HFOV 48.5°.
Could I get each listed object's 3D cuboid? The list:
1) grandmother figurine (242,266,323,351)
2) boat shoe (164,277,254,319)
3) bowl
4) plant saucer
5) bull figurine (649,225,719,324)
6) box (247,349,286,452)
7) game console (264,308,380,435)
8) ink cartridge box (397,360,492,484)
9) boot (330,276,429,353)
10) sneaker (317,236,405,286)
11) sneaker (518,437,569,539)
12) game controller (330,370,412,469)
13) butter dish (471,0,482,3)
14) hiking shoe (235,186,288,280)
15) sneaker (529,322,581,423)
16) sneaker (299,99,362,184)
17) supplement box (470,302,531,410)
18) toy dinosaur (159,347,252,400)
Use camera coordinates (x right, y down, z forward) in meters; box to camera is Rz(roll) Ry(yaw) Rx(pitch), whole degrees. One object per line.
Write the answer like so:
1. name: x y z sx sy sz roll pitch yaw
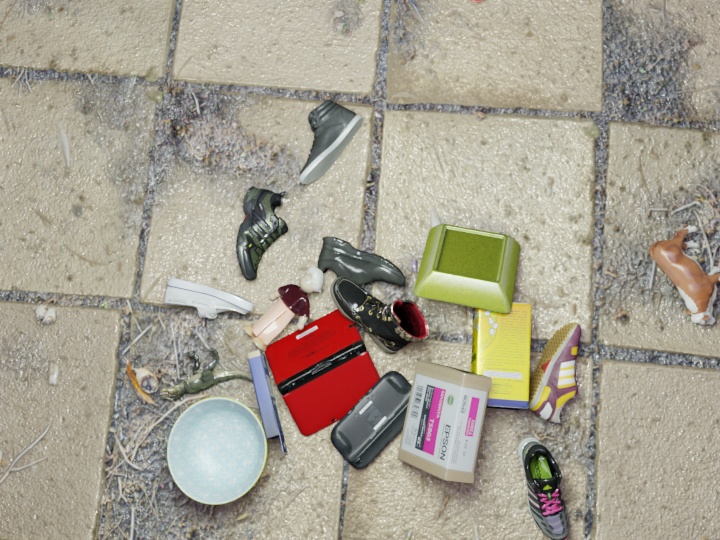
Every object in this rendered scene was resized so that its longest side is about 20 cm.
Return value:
1. grandmother figurine: -0.149 0.075 1.651 0.200 0.061 0.121 -46 65 -1
2. boat shoe: -0.318 0.069 1.672 0.195 0.074 0.067 14 84 15
3. bowl: -0.275 0.357 1.588 0.194 0.108 0.206 -1 78 3
4. plant saucer: 0.220 -0.019 1.612 0.194 0.049 0.203 10 47 10
5. bull figurine: 0.684 0.010 1.638 0.120 0.065 0.202 -34 82 -8
6. box: -0.185 0.266 1.595 0.032 0.121 0.205 -15 79 -5
7. game console: -0.075 0.207 1.655 0.197 0.120 0.174 -27 48 -3
8. ink cartridge box: 0.160 0.289 1.543 0.074 0.164 0.205 15 84 -30
9. boot: 0.039 0.080 1.582 0.201 0.150 0.073 49 64 -10
10. sneaker: 0.000 0.000 1.673 0.196 0.076 0.093 22 90 13
11. sneaker: 0.360 0.428 1.558 0.072 0.088 0.205 -14 79 -1
12. game controller: 0.032 0.301 1.618 0.104 0.042 0.200 45 83 5
13. butter dish: 0.266 -0.740 1.758 0.199 0.148 0.200 -42 81 -6
14. hiking shoe: -0.204 -0.078 1.686 0.098 0.076 0.206 4 78 7
15. sneaker: 0.408 0.206 1.614 0.089 0.075 0.203 32 83 -8
16. sneaker: -0.090 -0.282 1.727 0.098 0.071 0.201 36 77 10
17. supplement box: 0.278 0.172 1.600 0.106 0.109 0.206 4 79 3
18. toy dinosaur: -0.321 0.208 1.652 0.195 0.047 0.090 -13 93 -1
